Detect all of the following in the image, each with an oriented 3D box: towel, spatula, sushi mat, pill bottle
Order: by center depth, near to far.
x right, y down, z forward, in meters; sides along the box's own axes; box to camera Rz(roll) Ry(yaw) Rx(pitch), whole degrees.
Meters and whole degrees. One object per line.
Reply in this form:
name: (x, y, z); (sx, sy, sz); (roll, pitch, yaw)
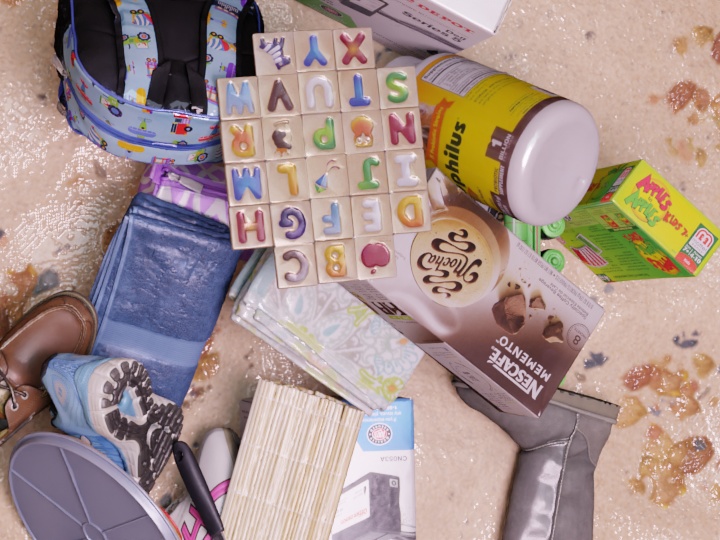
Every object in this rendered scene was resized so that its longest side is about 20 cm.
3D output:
spatula: (-0.118, 0.236, 1.549); (0.020, 0.056, 0.201); (-3, 67, -50)
sushi mat: (-0.067, 0.198, 1.568); (0.095, 0.012, 0.202); (16, 89, 2)
towel: (-0.180, 0.042, 1.574); (0.111, 0.049, 0.201); (18, 109, -15)
towel: (0.000, 0.000, 1.578); (0.171, 0.048, 0.201); (37, 77, -20)
pill bottle: (0.100, -0.120, 1.592); (0.109, 0.199, 0.110); (-24, 126, -37)

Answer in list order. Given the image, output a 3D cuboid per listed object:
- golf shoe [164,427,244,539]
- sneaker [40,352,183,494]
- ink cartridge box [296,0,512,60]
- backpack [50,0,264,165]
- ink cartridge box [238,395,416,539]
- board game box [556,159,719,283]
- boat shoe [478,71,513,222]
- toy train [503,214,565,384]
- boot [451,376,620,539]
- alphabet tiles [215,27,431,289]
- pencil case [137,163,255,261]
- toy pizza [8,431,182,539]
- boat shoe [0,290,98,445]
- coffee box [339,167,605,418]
golf shoe: (-0.150, 0.232, 1.603); (0.091, 0.073, 0.202); (12, 85, -13)
sneaker: (-0.209, 0.119, 1.536); (0.089, 0.201, 0.079); (18, 62, 20)
ink cartridge box: (0.040, -0.256, 1.603); (0.145, 0.200, 0.085); (25, 82, -13)
backpack: (-0.164, -0.157, 1.531); (0.181, 0.201, 0.135); (7, 128, -18)
ink cartridge box: (-0.028, 0.213, 1.630); (0.144, 0.084, 0.202); (-1, 89, -15)
board game box: (0.233, -0.041, 1.649); (0.101, 0.200, 0.048); (40, 79, -11)
boat shoe: (0.120, -0.078, 1.688); (0.068, 0.073, 0.201); (24, 72, -24)
toy train: (0.151, 0.012, 1.643); (0.056, 0.042, 0.202); (0, 87, -15)
boot: (0.147, 0.202, 1.694); (0.180, 0.073, 0.202); (16, 91, -12)
alphabet tiles: (-0.028, -0.090, 1.463); (0.165, 0.006, 0.202); (-5, 88, -18)
pencil case: (-0.101, -0.052, 1.618); (0.198, 0.086, 0.085); (12, 57, -17)
toy pizza: (-0.210, 0.210, 1.534); (0.201, 0.200, 0.032); (52, 51, -8)
boat shoe: (-0.292, 0.103, 1.534); (0.072, 0.068, 0.200); (41, 101, -3)
coffee box: (0.091, 0.020, 1.548); (0.200, 0.080, 0.113); (39, 76, -19)
